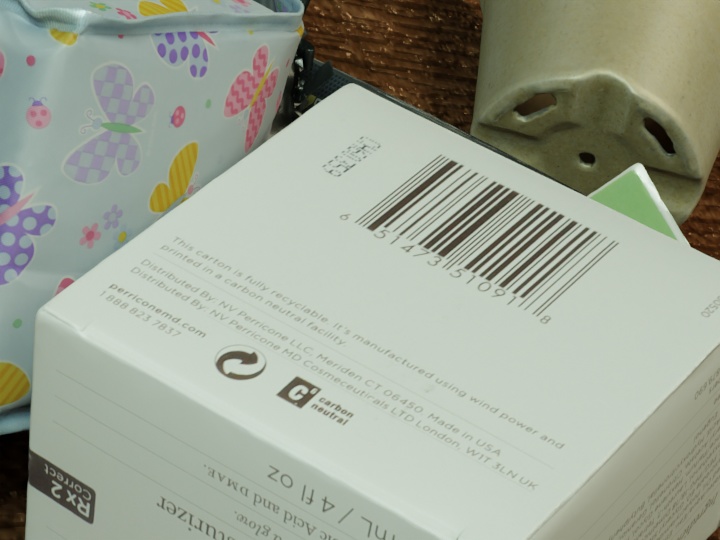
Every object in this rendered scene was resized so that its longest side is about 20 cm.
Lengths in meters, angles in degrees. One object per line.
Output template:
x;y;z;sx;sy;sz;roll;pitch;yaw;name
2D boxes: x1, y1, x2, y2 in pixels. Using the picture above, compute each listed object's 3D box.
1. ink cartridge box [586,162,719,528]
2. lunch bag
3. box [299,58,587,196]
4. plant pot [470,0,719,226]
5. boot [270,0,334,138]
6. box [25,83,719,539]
0.081;0.063;1.148;0.146;0.200;0.048;59;27;6;ink cartridge box
-0.109;-0.038;1.079;0.127;0.170;0.200;24;18;29;lunch bag
0.031;-0.051;1.383;0.158;0.051;0.200;31;5;43;box
0.143;-0.118;1.601;0.200;0.200;0.184;43;41;-23;plant pot
-0.109;-0.121;1.274;0.198;0.073;0.163;7;73;-10;boot
0.013;0.058;1.025;0.199;0.131;0.200;27;42;23;box
